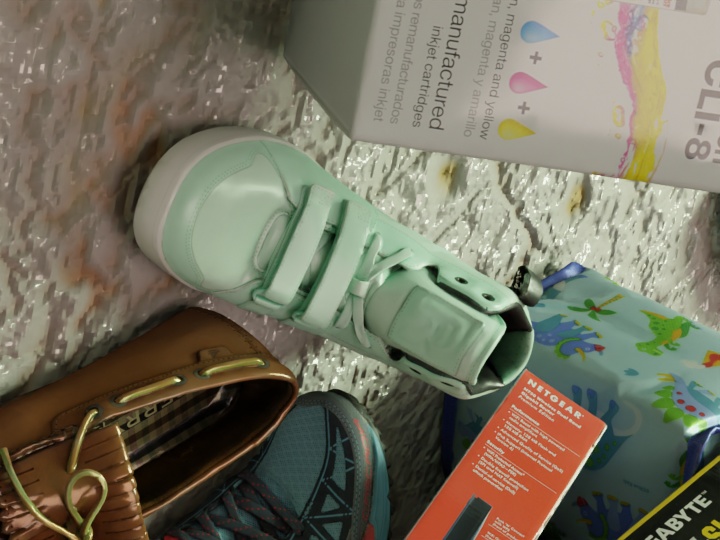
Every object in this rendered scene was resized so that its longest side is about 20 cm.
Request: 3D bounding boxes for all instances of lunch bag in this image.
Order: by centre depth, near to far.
[{"bbox_3d":[0.130,0.124,0.961,0.127,0.170,0.201,-20,126,-37],"label":"lunch bag"}]

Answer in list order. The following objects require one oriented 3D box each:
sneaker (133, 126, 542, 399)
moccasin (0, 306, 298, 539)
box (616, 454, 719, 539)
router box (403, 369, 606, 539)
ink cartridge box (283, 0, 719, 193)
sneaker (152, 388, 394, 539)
[{"bbox_3d":[0.000,0.000,0.781,0.200,0.118,0.074,20,95,-51],"label":"sneaker"},{"bbox_3d":[-0.108,0.087,0.732,0.201,0.077,0.074,-28,129,-39],"label":"moccasin"},{"bbox_3d":[0.185,0.179,0.881,0.159,0.049,0.201,-34,133,-32],"label":"box"},{"bbox_3d":[0.024,0.168,0.855,0.180,0.049,0.201,-48,169,-44],"label":"router box"},{"bbox_3d":[0.088,-0.123,0.730,0.198,0.145,0.146,7,106,-16],"label":"ink cartridge box"},{"bbox_3d":[-0.057,0.143,0.824,0.095,0.079,0.201,29,86,-50],"label":"sneaker"}]
